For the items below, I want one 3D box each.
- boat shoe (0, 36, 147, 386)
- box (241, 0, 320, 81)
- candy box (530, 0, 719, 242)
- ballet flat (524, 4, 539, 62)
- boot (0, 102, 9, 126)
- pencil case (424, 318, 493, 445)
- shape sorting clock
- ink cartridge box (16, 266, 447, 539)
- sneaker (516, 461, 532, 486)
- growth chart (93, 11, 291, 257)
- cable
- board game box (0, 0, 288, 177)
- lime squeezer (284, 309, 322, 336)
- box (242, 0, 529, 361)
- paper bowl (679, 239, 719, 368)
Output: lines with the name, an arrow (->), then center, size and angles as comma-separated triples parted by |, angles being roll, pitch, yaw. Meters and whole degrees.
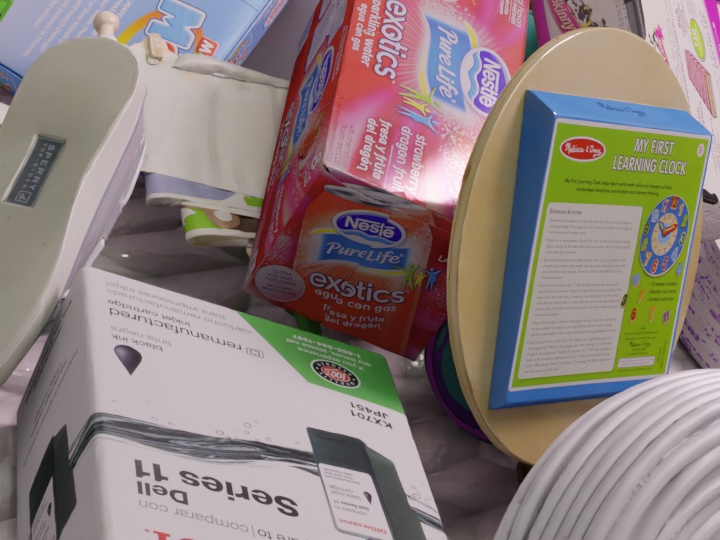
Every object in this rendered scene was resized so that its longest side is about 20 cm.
boat shoe -> -0.142, -0.006, 0.752 | 0.070, 0.072, 0.201 | 16, 61, 16
box -> 0.004, -0.149, 1.096 | 0.152, 0.107, 0.200 | 35, 29, 9
candy box -> 0.166, -0.093, 0.971 | 0.200, 0.061, 0.137 | 11, 69, -60
ballet flat -> 0.092, -0.139, 1.012 | 0.067, 0.070, 0.201 | -9, 58, 9
boot -> -0.231, -0.090, 0.842 | 0.199, 0.073, 0.144 | 13, 31, -20
pencil case -> 0.099, 0.012, 0.941 | 0.085, 0.093, 0.200 | 0, 22, 18
shape sorting clock -> 0.100, -0.010, 0.796 | 0.039, 0.201, 0.200 | 16, 17, 39
ink cartridge box -> -0.049, 0.097, 0.666 | 0.146, 0.083, 0.200 | 18, 25, -21
sneaker -> 0.114, 0.129, 0.807 | 0.070, 0.076, 0.200 | -11, 12, 4
growth chart -> -0.048, -0.054, 0.894 | 0.199, 0.018, 0.145 | 17, 46, -16
cable -> 0.138, 0.138, 0.673 | 0.200, 0.201, 0.069 | 21, -3, -30
board game box -> -0.154, -0.162, 0.965 | 0.200, 0.037, 0.151 | 32, 71, 7
lime squeezer -> 0.000, 0.000, 0.904 | 0.070, 0.038, 0.200 | 14, 35, 25
box -> 0.017, -0.070, 0.863 | 0.095, 0.100, 0.200 | 22, 45, -13
paper bowl -> 0.297, 0.021, 1.085 | 0.200, 0.105, 0.201 | 20, 30, -12
